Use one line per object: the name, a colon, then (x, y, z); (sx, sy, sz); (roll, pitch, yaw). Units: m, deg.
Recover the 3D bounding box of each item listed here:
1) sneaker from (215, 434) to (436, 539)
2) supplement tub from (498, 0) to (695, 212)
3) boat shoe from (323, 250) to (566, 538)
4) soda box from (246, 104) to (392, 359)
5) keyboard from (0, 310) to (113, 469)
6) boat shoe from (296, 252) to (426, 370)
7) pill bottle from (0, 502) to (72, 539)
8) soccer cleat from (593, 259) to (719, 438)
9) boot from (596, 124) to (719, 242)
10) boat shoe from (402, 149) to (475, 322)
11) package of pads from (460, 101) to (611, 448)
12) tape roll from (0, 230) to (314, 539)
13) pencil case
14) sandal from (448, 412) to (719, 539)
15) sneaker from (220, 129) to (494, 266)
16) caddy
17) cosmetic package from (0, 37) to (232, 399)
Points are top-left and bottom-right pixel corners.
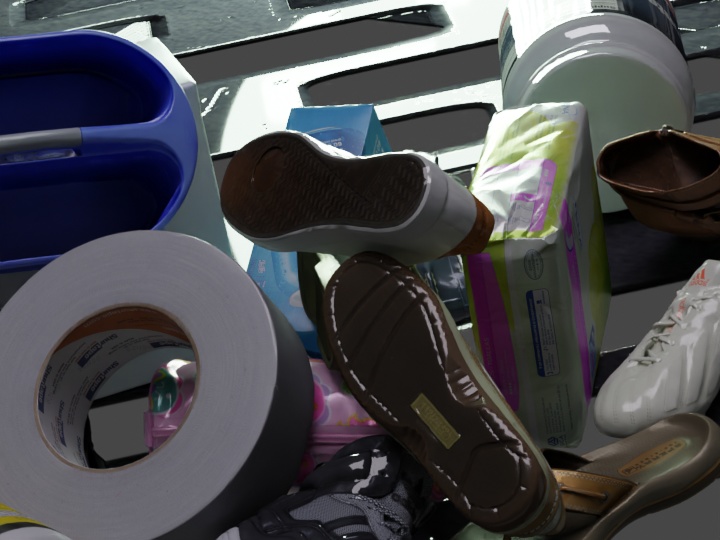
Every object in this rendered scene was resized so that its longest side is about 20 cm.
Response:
sneaker: (0.015, 0.150, 1.312); (0.200, 0.076, 0.114); (13, 50, 45)
supplement tub: (0.173, -0.140, 1.787); (0.140, 0.141, 0.200); (-8, 26, 6)
boat shoe: (0.047, 0.074, 1.350); (0.072, 0.076, 0.200); (-40, 56, 13)
soda box: (-0.029, -0.016, 1.620); (0.064, 0.068, 0.201); (-2, 50, 18)
keyboard: (-0.221, 0.100, 1.502); (0.126, 0.021, 0.201); (-14, 52, -5)
boat shoe: (0.000, 0.000, 1.492); (0.068, 0.075, 0.200); (-5, 31, -8)
pill bottle: (-0.240, 0.172, 1.348); (0.112, 0.113, 0.200); (-30, 32, -34)
soccer cleat: (0.208, 0.037, 1.488); (0.069, 0.078, 0.200); (16, 37, 42)
boot: (0.263, -0.060, 1.587); (0.199, 0.074, 0.155); (-11, -17, 25)
boat shoe: (0.056, -0.025, 1.676); (0.062, 0.075, 0.200); (-10, 27, 6)
package of pads: (0.111, -0.004, 1.520); (0.068, 0.155, 0.200); (-4, 26, 13)
tape roll: (-0.130, 0.080, 1.417); (0.199, 0.066, 0.201); (-8, 63, 17)
pencil case: (-0.031, 0.095, 1.454); (0.199, 0.088, 0.087); (2, 28, 23)
sandal: (0.122, 0.124, 1.369); (0.199, 0.054, 0.080); (-29, 30, -22)
sneaker: (-0.003, -0.032, 1.431); (0.085, 0.073, 0.200); (27, -9, -40)
caddy: (-0.200, -0.070, 1.483); (0.199, 0.142, 0.105); (-7, -7, -11)
cosmetic package: (-0.198, -0.027, 1.633); (0.198, 0.201, 0.123); (-16, 26, -13)
